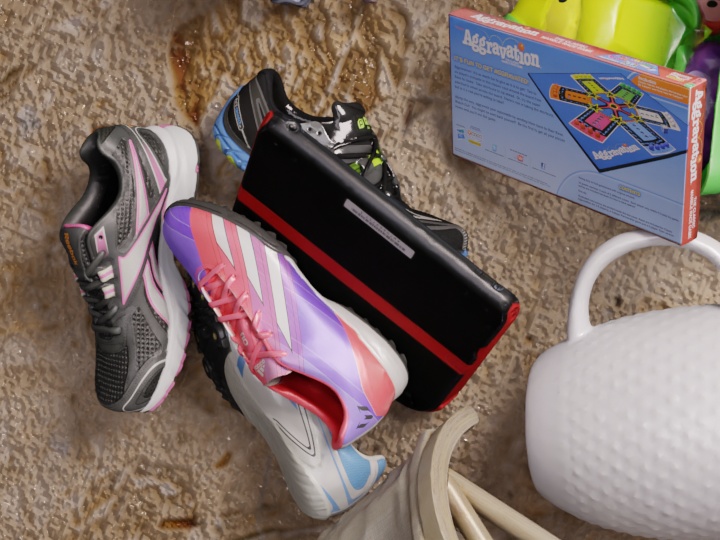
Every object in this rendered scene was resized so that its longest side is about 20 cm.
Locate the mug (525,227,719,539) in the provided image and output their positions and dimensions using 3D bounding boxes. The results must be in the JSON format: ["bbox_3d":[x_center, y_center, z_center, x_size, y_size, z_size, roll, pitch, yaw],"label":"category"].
[{"bbox_3d":[0.195,0.072,0.971,0.173,0.148,0.203,-4,100,18],"label":"mug"}]

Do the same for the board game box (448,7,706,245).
[{"bbox_3d":[0.132,-0.095,0.971,0.199,0.019,0.104,27,131,42],"label":"board game box"}]

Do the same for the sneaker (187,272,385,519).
[{"bbox_3d":[-0.056,0.076,1.060,0.072,0.072,0.201,-28,78,-26],"label":"sneaker"}]

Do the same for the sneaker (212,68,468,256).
[{"bbox_3d":[-0.009,-0.068,1.043,0.199,0.071,0.083,35,101,10],"label":"sneaker"}]

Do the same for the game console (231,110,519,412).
[{"bbox_3d":[0.000,0.000,0.999,0.199,0.177,0.031,38,57,5],"label":"game console"}]

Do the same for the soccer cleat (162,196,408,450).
[{"bbox_3d":[-0.061,0.032,1.003,0.199,0.068,0.073,40,58,2],"label":"soccer cleat"}]

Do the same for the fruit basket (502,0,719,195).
[{"bbox_3d":[0.195,-0.150,0.984,0.212,0.155,0.219,0,92,-9],"label":"fruit basket"}]

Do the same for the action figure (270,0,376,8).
[{"bbox_3d":[-0.060,-0.284,1.019,0.147,0.134,0.203,3,93,8],"label":"action figure"}]

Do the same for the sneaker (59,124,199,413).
[{"bbox_3d":[-0.171,-0.005,1.049,0.080,0.086,0.203,-4,82,43],"label":"sneaker"}]

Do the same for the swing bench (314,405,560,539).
[{"bbox_3d":[0.050,0.232,0.963,0.200,0.130,0.199,44,125,1],"label":"swing bench"}]
